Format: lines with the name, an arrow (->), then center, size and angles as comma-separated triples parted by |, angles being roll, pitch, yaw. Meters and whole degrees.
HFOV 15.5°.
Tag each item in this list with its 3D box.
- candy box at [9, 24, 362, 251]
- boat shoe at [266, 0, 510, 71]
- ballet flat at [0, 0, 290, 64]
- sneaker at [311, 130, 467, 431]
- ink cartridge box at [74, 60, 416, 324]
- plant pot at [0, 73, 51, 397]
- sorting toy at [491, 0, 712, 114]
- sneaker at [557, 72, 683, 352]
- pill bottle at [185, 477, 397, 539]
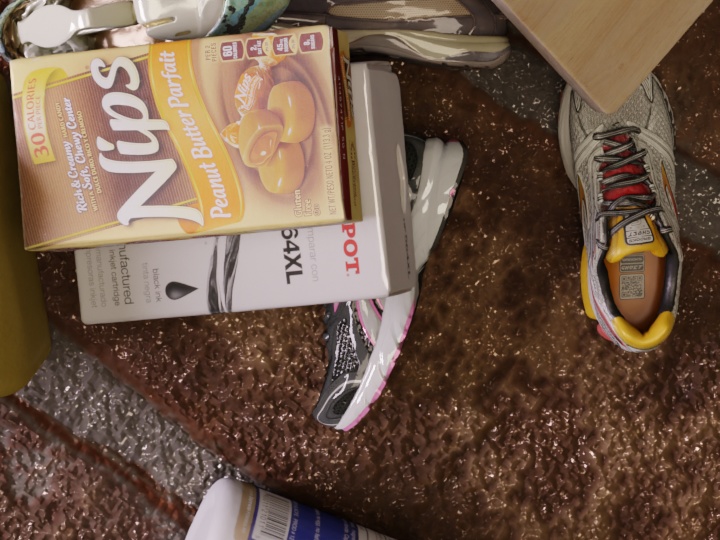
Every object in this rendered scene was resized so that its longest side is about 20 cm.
candy box -> -0.103, -0.077, 1.572 | 0.199, 0.055, 0.116 | -5, 88, 11
boat shoe -> -0.001, -0.171, 1.667 | 0.199, 0.074, 0.074 | 6, 90, -14
ballet flat -> -0.137, -0.156, 1.612 | 0.199, 0.074, 0.075 | -13, 105, 26
sneaker -> 0.000, 0.000, 1.705 | 0.086, 0.080, 0.201 | 19, 92, 3
ink cartridge box -> -0.074, -0.049, 1.639 | 0.199, 0.084, 0.147 | -6, 91, 13
plant pot -> -0.301, 0.001, 1.606 | 0.194, 0.200, 0.196 | -9, 103, -2
sorting toy -> 0.141, -0.238, 1.635 | 0.199, 0.070, 0.200 | 45, 81, -20
sneaker -> 0.176, -0.044, 1.698 | 0.077, 0.082, 0.201 | -11, 103, -3
pill bottle -> -0.020, 0.220, 1.722 | 0.199, 0.116, 0.116 | 22, 100, -9
